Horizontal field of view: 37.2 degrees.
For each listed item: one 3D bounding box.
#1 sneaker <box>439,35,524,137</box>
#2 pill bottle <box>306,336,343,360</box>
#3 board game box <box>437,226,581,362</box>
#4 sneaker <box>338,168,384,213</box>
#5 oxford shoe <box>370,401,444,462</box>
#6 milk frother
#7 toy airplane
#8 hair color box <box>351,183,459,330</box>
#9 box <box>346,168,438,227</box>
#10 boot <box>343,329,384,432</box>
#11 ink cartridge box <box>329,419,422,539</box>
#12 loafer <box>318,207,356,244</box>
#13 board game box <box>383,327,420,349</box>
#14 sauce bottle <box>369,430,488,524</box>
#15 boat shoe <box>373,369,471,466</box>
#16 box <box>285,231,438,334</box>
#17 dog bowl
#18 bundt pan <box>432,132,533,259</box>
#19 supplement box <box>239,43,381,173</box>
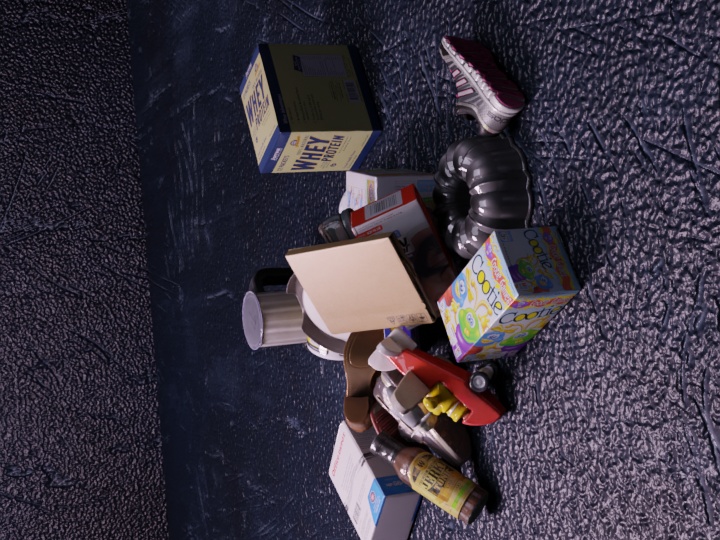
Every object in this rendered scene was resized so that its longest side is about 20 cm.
[{"bbox_3d":[0.164,-0.269,1.573,0.200,0.074,0.088,59,138,37],"label":"sneaker"},{"bbox_3d":[-0.039,0.060,2.021,0.112,0.112,0.201,-139,51,-57],"label":"pill bottle"},{"bbox_3d":[0.203,0.036,1.502,0.200,0.103,0.105,123,136,-53],"label":"board game box"},{"bbox_3d":[0.015,-0.080,1.932,0.115,0.075,0.201,-178,88,-67],"label":"sneaker"},{"bbox_3d":[0.080,0.307,1.787,0.200,0.070,0.075,53,159,11],"label":"oxford shoe"},{"bbox_3d":[-0.147,0.109,2.171,0.181,0.188,0.200,-124,38,-49],"label":"milk frother"},{"bbox_3d":[0.098,0.178,1.638,0.199,0.199,0.142,45,121,56],"label":"toy airplane"},{"bbox_3d":[0.077,-0.019,1.643,0.200,0.111,0.064,60,-167,-27],"label":"hair color box"},{"bbox_3d":[0.052,-0.111,1.760,0.200,0.112,0.102,-149,57,-75],"label":"box"},{"bbox_3d":[0.016,0.183,1.866,0.155,0.076,0.201,61,-147,-75],"label":"boot"},{"bbox_3d":[0.024,0.388,1.967,0.200,0.084,0.146,-122,37,-47],"label":"ink cartridge box"},{"bbox_3d":[0.000,0.000,1.692,0.200,0.063,0.072,65,-165,-11],"label":"loafer"},{"bbox_3d":[0.067,0.050,1.792,0.134,0.045,0.201,-1,-94,-81],"label":"board game box"},{"bbox_3d":[0.105,0.324,1.696,0.200,0.065,0.065,29,127,20],"label":"sauce bottle"},{"bbox_3d":[0.099,0.241,1.736,0.200,0.074,0.073,49,128,16],"label":"boat shoe"},{"bbox_3d":[0.000,0.023,1.635,0.200,0.021,0.164,-9,122,36],"label":"box"},{"bbox_3d":[-0.031,0.054,1.897,0.199,0.059,0.201,15,129,19],"label":"dog bowl"},{"bbox_3d":[0.170,-0.106,1.588,0.202,0.076,0.203,175,90,-65],"label":"bundt pan"},{"bbox_3d":[-0.096,-0.300,1.982,0.134,0.199,0.201,126,134,-55],"label":"supplement box"}]
